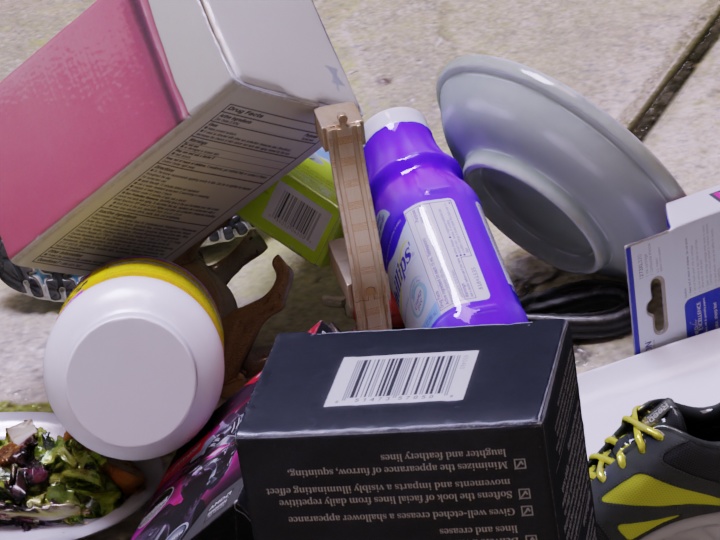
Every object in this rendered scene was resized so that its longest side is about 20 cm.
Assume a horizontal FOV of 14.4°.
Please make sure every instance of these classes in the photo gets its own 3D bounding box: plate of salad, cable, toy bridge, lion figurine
[{"bbox_3d":[-0.215,0.115,1.666,0.198,0.048,0.200,-2,21,1],"label":"plate of salad"},{"bbox_3d":[0.072,0.020,1.771,0.199,0.051,0.097,0,25,21],"label":"cable"},{"bbox_3d":[0.000,0.000,1.668,0.027,0.201,0.067,-11,27,-7],"label":"toy bridge"},{"bbox_3d":[-0.098,0.029,1.792,0.122,0.073,0.200,-40,37,-3],"label":"lion figurine"}]

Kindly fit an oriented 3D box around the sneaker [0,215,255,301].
[{"bbox_3d":[-0.163,-0.029,1.964,0.199,0.079,0.090,-16,7,-19],"label":"sneaker"}]

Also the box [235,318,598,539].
[{"bbox_3d":[0.036,0.137,1.372,0.147,0.201,0.107,-3,25,13],"label":"box"}]

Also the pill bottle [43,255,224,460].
[{"bbox_3d":[-0.130,0.051,1.642,0.103,0.105,0.200,-11,6,-2],"label":"pill bottle"}]

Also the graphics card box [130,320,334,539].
[{"bbox_3d":[-0.067,0.122,1.550,0.125,0.051,0.200,-40,14,28],"label":"graphics card box"}]

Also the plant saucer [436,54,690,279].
[{"bbox_3d":[0.119,-0.050,1.766,0.199,0.200,0.050,20,64,46],"label":"plant saucer"}]

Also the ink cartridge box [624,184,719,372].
[{"bbox_3d":[0.242,-0.010,1.718,0.199,0.095,0.037,-21,32,-20],"label":"ink cartridge box"}]

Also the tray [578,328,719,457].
[{"bbox_3d":[0.156,0.087,1.637,0.199,0.022,0.107,-17,26,-14],"label":"tray"}]

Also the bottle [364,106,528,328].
[{"bbox_3d":[0.046,-0.013,1.732,0.065,0.084,0.201,-9,52,-15],"label":"bottle"}]

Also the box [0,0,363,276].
[{"bbox_3d":[-0.122,-0.093,1.709,0.200,0.109,0.128,-36,-25,27],"label":"box"}]

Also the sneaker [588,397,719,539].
[{"bbox_3d":[0.145,0.110,1.520,0.199,0.085,0.075,-14,25,-8],"label":"sneaker"}]

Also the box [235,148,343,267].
[{"bbox_3d":[-0.026,-0.062,1.855,0.122,0.048,0.200,33,19,16],"label":"box"}]
